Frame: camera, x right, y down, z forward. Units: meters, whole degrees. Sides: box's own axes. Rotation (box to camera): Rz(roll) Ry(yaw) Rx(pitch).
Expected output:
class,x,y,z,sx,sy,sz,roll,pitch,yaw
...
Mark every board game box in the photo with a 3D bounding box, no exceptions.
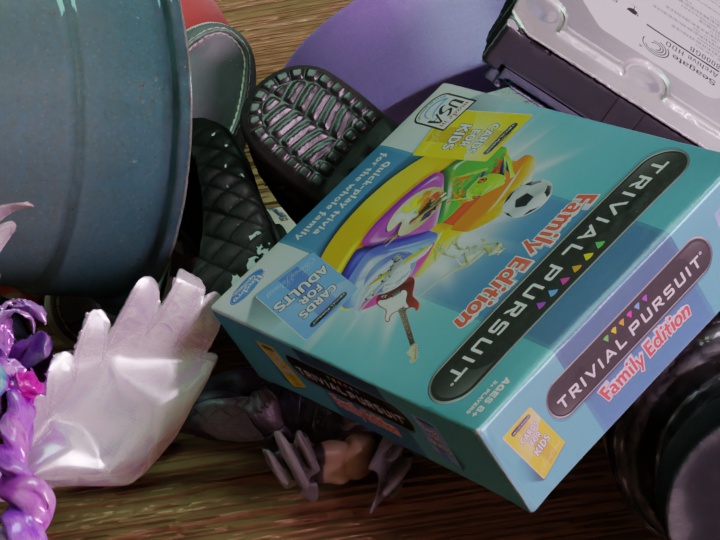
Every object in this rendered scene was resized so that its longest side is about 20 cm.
class,x,y,z,sx,sy,sz,roll,pitch,yaw
board game box,0.050,0.002,0.891,0.151,0.047,0.200,-45,32,-16

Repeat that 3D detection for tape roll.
class,x,y,z,sx,sy,sz,roll,pitch,yaw
tape roll,0.058,-0.092,1.168,0.200,0.066,0.200,-17,-21,-7

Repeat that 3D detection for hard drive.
class,x,y,z,sx,sy,sz,roll,pitch,yaw
hard drive,0.143,-0.120,1.063,0.140,0.038,0.200,32,39,-4

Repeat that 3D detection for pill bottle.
class,x,y,z,sx,sy,sz,roll,pitch,yaw
pill bottle,0.151,0.049,0.894,0.112,0.112,0.200,-9,22,2

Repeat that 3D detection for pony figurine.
class,x,y,z,sx,sy,sz,roll,pitch,yaw
pony figurine,-0.168,0.067,0.922,0.200,0.193,0.166,15,-5,44

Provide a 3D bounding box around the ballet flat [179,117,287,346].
class,x,y,z,sx,sy,sz,roll,pitch,yaw
ballet flat,-0.075,-0.025,1.044,0.057,0.067,0.200,-12,26,-11

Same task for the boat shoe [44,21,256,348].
class,x,y,z,sx,sy,sz,roll,pitch,yaw
boat shoe,-0.103,-0.049,1.169,0.200,0.073,0.062,-64,15,-18

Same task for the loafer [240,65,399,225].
class,x,y,z,sx,sy,sz,roll,pitch,yaw
loafer,0.026,-0.014,1.027,0.073,0.200,0.071,-41,-12,-15

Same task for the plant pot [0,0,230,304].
class,x,y,z,sx,sy,sz,roll,pitch,yaw
plant pot,-0.188,-0.079,1.258,0.200,0.201,0.177,5,39,32

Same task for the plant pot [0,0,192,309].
class,x,y,z,sx,sy,sz,roll,pitch,yaw
plant pot,-0.206,-0.075,1.025,0.196,0.201,0.200,-4,18,-27

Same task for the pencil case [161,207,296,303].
class,x,y,z,sx,sy,sz,roll,pitch,yaw
pencil case,0.000,0.000,1.116,0.200,0.078,0.090,2,40,26

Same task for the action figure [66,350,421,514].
class,x,y,z,sx,sy,sz,roll,pitch,yaw
action figure,-0.044,0.061,1.008,0.199,0.070,0.130,0,17,13

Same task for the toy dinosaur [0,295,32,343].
class,x,y,z,sx,sy,sz,roll,pitch,yaw
toy dinosaur,-0.213,0.046,1.148,0.200,0.105,0.181,21,7,-14
